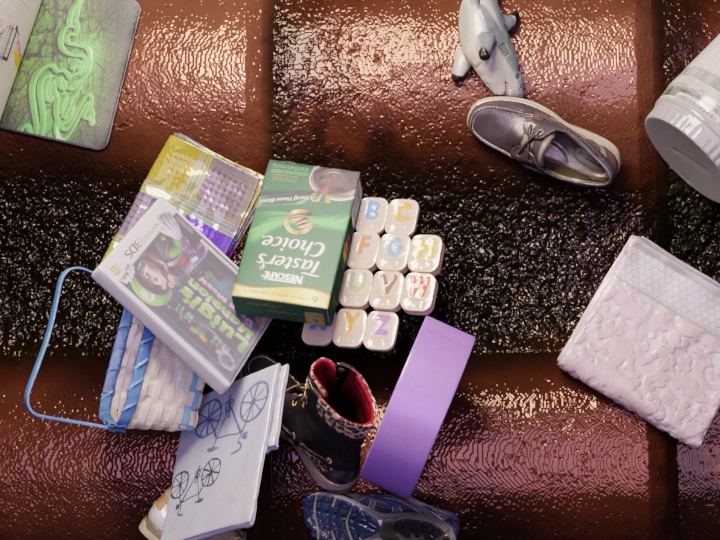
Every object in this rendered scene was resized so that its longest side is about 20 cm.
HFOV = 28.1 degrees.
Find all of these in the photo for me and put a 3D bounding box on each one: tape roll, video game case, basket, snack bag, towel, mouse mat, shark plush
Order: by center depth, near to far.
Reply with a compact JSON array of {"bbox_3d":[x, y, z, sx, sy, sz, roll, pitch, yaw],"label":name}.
[{"bbox_3d":[-0.156,0.217,1.645,0.021,0.188,0.202,29,54,-32],"label":"snack bag"},{"bbox_3d":[0.066,0.157,1.653,0.065,0.200,0.202,22,83,4],"label":"tape roll"},{"bbox_3d":[-0.198,0.025,1.676,0.200,0.182,0.023,44,123,-9],"label":"video game case"},{"bbox_3d":[-0.279,0.107,1.685,0.198,0.139,0.179,21,82,-26],"label":"basket"},{"bbox_3d":[0.368,0.084,1.745,0.199,0.032,0.192,31,84,5],"label":"towel"},{"bbox_3d":[-0.218,-0.058,1.774,0.142,0.023,0.202,29,84,3],"label":"towel"},{"bbox_3d":[0.161,-0.311,1.801,0.082,0.091,0.203,4,64,-21],"label":"shark plush"},{"bbox_3d":[-0.372,-0.262,1.811,0.159,0.008,0.203,12,84,2],"label":"mouse mat"}]

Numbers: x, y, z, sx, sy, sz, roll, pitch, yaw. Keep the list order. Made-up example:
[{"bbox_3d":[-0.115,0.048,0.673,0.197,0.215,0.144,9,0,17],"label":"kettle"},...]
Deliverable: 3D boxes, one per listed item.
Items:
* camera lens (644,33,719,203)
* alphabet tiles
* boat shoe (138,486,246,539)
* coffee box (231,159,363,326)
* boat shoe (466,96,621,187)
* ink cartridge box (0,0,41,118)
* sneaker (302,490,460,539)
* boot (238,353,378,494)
[{"bbox_3d":[0.459,-0.200,1.715,0.200,0.160,0.160,-44,84,-5],"label":"camera lens"},{"bbox_3d":[0.000,0.000,1.727,0.197,0.015,0.198,4,66,21],"label":"alphabet tiles"},{"bbox_3d":[-0.165,0.332,1.696,0.199,0.075,0.069,34,90,6],"label":"boat shoe"},{"bbox_3d":[-0.073,-0.035,1.715,0.121,0.044,0.202,9,59,10],"label":"coffee box"},{"bbox_3d":[0.223,-0.155,1.752,0.198,0.065,0.073,24,111,1],"label":"boat shoe"},{"bbox_3d":[-0.493,-0.303,1.745,0.145,0.145,0.203,17,83,6],"label":"ink cartridge box"},{"bbox_3d":[0.027,0.300,1.705,0.198,0.085,0.078,11,108,22],"label":"sneaker"},{"bbox_3d":[-0.058,0.148,1.667,0.073,0.151,0.201,-27,67,-30],"label":"boot"}]
